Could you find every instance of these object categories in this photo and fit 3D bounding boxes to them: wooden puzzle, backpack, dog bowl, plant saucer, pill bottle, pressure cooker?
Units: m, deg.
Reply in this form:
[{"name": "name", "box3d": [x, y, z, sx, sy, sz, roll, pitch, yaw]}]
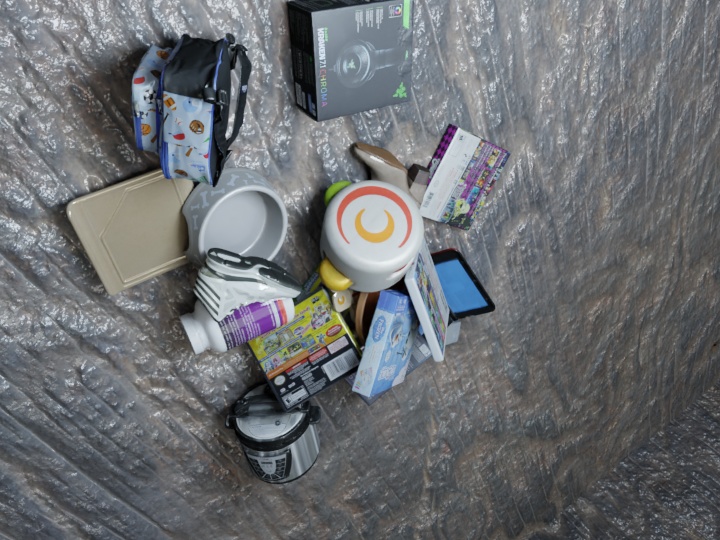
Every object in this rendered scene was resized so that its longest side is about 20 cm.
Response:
[{"name": "wooden puzzle", "box3d": [-0.359, -0.072, 0.998, 0.199, 0.037, 0.186, -28, 133, -22]}, {"name": "backpack", "box3d": [-0.248, -0.224, 0.869, 0.153, 0.201, 0.191, 5, 130, -2]}, {"name": "dog bowl", "box3d": [-0.215, -0.075, 1.053, 0.199, 0.059, 0.201, -24, 131, -31]}, {"name": "plant saucer", "box3d": [0.053, 0.067, 1.253, 0.200, 0.032, 0.201, -28, 128, -44]}, {"name": "pill bottle", "box3d": [-0.232, 0.081, 1.132, 0.199, 0.112, 0.113, -24, 130, -19]}, {"name": "pressure cooker", "box3d": [-0.186, 0.339, 1.300, 0.176, 0.178, 0.201, -33, 135, -29]}]

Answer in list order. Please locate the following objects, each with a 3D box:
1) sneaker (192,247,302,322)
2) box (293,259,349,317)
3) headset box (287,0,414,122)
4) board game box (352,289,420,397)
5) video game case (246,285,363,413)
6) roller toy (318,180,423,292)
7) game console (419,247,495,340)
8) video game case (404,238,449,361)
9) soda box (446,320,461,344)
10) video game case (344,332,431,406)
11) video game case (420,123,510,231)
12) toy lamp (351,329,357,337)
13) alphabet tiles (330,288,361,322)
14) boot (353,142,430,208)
[{"name": "sneaker", "box3d": [-0.204, 0.037, 1.053, 0.200, 0.076, 0.116, 19, 111, -41]}, {"name": "box", "box3d": [-0.064, 0.047, 1.270, 0.117, 0.048, 0.200, 30, 102, -42]}, {"name": "headset box", "box3d": [-0.007, -0.361, 0.998, 0.199, 0.093, 0.175, -19, 129, -24]}, {"name": "board game box", "box3d": [0.065, 0.140, 1.206, 0.200, 0.043, 0.200, 2, 105, -67]}, {"name": "video game case", "box3d": [-0.112, 0.159, 1.209, 0.199, 0.181, 0.025, -31, 175, 9]}, {"name": "roller toy", "box3d": [0.017, -0.057, 1.111, 0.181, 0.201, 0.140, 5, 157, -6]}, {"name": "game console", "box3d": [0.176, 0.070, 1.358, 0.172, 0.119, 0.200, -45, 116, -16]}, {"name": "video game case", "box3d": [0.140, 0.054, 1.235, 0.023, 0.183, 0.201, -12, 117, 19]}, {"name": "soda box", "box3d": [0.145, 0.157, 1.471, 0.199, 0.068, 0.064, -13, 124, -27]}, {"name": "video game case", "box3d": [0.056, 0.203, 1.373, 0.200, 0.019, 0.143, -38, 117, 1]}, {"name": "video game case", "box3d": [0.216, -0.196, 1.301, 0.181, 0.036, 0.201, 12, 113, -39]}, {"name": "toy lamp", "box3d": [0.006, 0.138, 1.372, 0.199, 0.058, 0.058, -16, 128, -25]}, {"name": "alphabet tiles", "box3d": [0.000, 0.000, 1.234, 0.195, 0.015, 0.201, -25, 110, -46]}, {"name": "boot", "box3d": [0.044, -0.159, 1.194, 0.199, 0.070, 0.147, 16, 121, -28]}]
